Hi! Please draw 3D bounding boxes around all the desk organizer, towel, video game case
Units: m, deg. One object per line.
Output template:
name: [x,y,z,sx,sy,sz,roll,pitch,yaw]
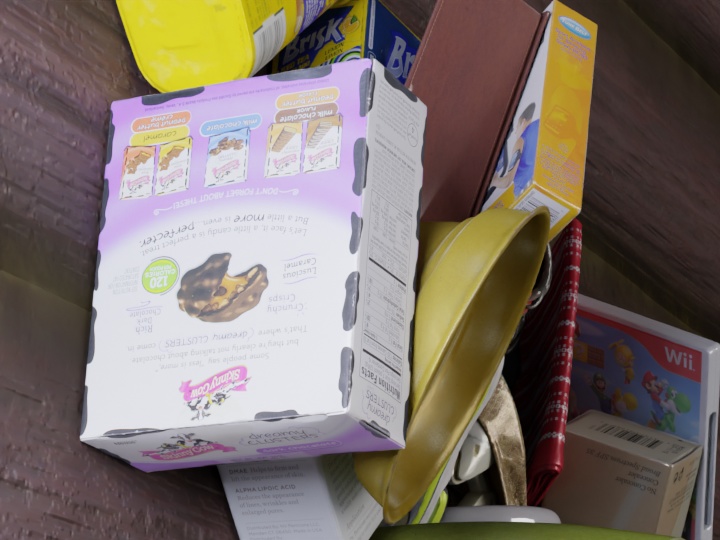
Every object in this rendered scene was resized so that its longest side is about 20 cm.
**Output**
desk organizer: [0.039,-0.089,1.647,0.077,0.072,0.201,34,61,-25]
towel: [0.129,0.080,1.949,0.145,0.022,0.201,114,-15,-62]
video game case: [0.202,0.127,1.995,0.017,0.143,0.201,-23,122,-42]

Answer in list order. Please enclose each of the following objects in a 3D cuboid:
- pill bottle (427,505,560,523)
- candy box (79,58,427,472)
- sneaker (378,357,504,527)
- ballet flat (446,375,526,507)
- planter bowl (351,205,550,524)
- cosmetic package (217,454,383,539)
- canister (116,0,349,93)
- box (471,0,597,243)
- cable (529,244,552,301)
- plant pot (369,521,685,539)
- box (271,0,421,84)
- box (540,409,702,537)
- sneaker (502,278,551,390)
pill bottle: [0.079,0.259,1.766,0.116,0.115,0.201,18,68,-64]
candy box: [-0.057,0.000,1.454,0.071,0.167,0.201,35,54,-55]
sneaker: [0.031,0.089,1.696,0.081,0.074,0.201,-1,109,-58]
ballet flat: [0.080,0.152,1.861,0.065,0.070,0.201,-25,104,-50]
planter bowl: [0.027,0.036,1.526,0.201,0.083,0.201,-58,167,-22]
cosmetic package: [-0.045,0.069,1.589,0.102,0.074,0.201,-49,127,-58]
canister: [-0.070,-0.200,1.576,0.200,0.086,0.149,-48,128,-57]
box: [0.096,-0.078,1.679,0.041,0.119,0.201,28,41,-19]
cable: [0.109,-0.058,1.794,0.097,0.050,0.201,23,84,-26]
plant pot: [0.080,0.229,1.637,0.187,0.199,0.188,-46,143,-51]
box: [0.015,-0.113,1.762,0.200,0.070,0.065,36,53,-59]
box: [0.174,0.213,1.941,0.078,0.095,0.201,-19,122,-65]
sneaker: [0.097,0.025,1.891,0.200,0.081,0.077,66,27,-50]
